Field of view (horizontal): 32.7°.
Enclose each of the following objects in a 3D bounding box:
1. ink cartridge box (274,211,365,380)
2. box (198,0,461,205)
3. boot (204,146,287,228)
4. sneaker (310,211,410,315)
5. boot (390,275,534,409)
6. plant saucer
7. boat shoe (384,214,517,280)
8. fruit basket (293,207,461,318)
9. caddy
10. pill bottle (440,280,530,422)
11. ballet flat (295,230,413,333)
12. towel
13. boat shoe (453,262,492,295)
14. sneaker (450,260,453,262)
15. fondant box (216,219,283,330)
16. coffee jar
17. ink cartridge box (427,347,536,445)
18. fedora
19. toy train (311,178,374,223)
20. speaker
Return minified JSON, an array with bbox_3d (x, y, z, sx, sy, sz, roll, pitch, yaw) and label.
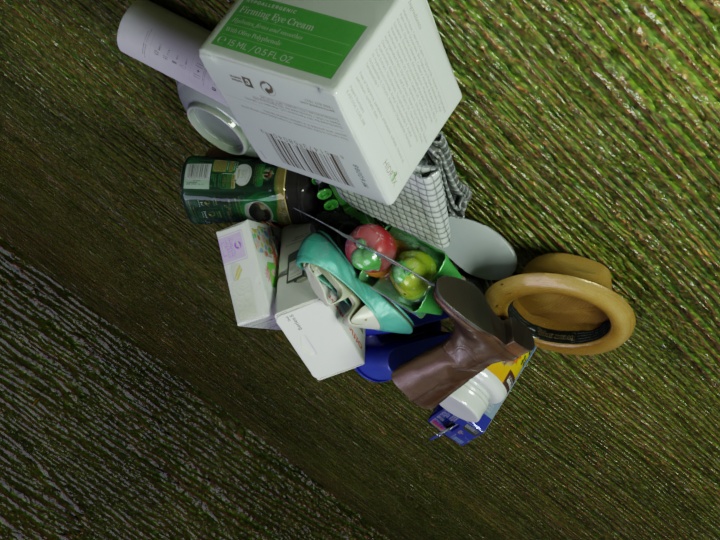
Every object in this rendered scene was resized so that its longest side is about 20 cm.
[{"bbox_3d":[-0.056,0.037,1.818,0.083,0.201,0.146,-20,128,16],"label":"ink cartridge box"},{"bbox_3d":[-0.028,-0.216,1.354,0.198,0.172,0.200,21,156,32],"label":"box"},{"bbox_3d":[-0.159,-0.113,1.959,0.199,0.074,0.155,33,165,11],"label":"boot"},{"bbox_3d":[0.000,0.000,1.753,0.200,0.076,0.091,43,142,10],"label":"sneaker"},{"bbox_3d":[0.097,0.101,1.590,0.186,0.065,0.199,35,131,-30],"label":"boot"},{"bbox_3d":[-0.199,-0.222,1.796,0.199,0.050,0.200,30,161,12],"label":"plant saucer"},{"bbox_3d":[0.126,-0.049,1.679,0.199,0.069,0.057,26,-168,12],"label":"boat shoe"},{"bbox_3d":[0.026,-0.012,1.587,0.199,0.094,0.185,21,-174,-43],"label":"fruit basket"},{"bbox_3d":[0.065,0.098,1.925,0.105,0.199,0.143,-5,95,51],"label":"caddy"},{"bbox_3d":[0.183,0.111,1.739,0.109,0.201,0.109,29,161,11],"label":"pill bottle"},{"bbox_3d":[-0.015,0.035,1.690,0.200,0.071,0.067,45,159,-10],"label":"ballet flat"},{"bbox_3d":[0.042,-0.136,1.570,0.199,0.086,0.166,25,157,28],"label":"towel"},{"bbox_3d":[0.153,0.028,1.714,0.062,0.073,0.200,16,-169,-1],"label":"boat shoe"},{"bbox_3d":[0.055,-0.001,1.838,0.079,0.096,0.200,43,158,-15],"label":"sneaker"},{"bbox_3d":[-0.135,0.011,1.846,0.058,0.146,0.200,-17,169,17],"label":"fondant box"},{"bbox_3d":[-0.162,-0.119,1.823,0.198,0.086,0.105,1,148,8],"label":"coffee jar"},{"bbox_3d":[0.182,0.192,1.930,0.076,0.201,0.137,33,160,1],"label":"ink cartridge box"},{"bbox_3d":[0.261,0.033,1.582,0.199,0.082,0.201,15,150,8],"label":"fedora"},{"bbox_3d":[-0.018,-0.089,1.809,0.200,0.056,0.042,58,-171,-56],"label":"toy train"},{"bbox_3d":[-0.226,-0.289,1.638,0.199,0.082,0.081,28,160,16],"label":"speaker"}]
